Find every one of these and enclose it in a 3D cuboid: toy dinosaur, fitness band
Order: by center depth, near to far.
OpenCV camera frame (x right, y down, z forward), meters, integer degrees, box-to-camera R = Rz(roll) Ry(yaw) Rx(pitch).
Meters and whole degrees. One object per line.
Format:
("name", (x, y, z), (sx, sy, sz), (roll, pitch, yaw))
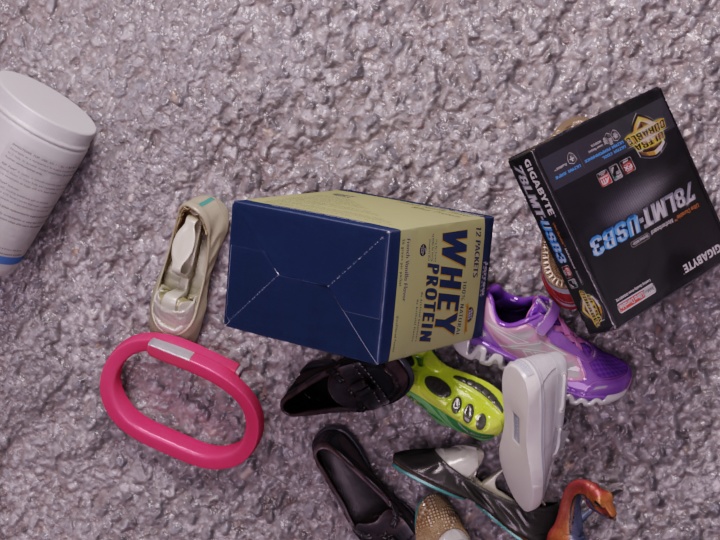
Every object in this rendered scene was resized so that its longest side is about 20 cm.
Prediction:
("toy dinosaur", (0.223, 0.308, 1.626), (0.200, 0.105, 0.182), (-25, 124, -12))
("fitness band", (-0.203, 0.149, 1.734), (0.200, 0.037, 0.144), (23, 123, 7))

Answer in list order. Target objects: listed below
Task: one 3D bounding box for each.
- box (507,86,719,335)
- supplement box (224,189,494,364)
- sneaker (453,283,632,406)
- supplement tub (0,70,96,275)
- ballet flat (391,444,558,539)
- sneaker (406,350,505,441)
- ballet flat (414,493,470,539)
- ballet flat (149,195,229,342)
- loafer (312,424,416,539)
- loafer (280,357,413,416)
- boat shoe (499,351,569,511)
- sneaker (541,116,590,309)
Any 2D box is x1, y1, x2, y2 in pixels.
("box", (0.270, -0.063, 1.552), (0.050, 0.200, 0.199), (-23, 93, 57))
("supplement box", (0.000, 0.000, 1.573), (0.200, 0.200, 0.134), (12, 103, 33))
("sneaker", (0.200, 0.075, 1.625), (0.200, 0.081, 0.089), (22, 123, 7))
("supplement tub", (-0.400, -0.107, 1.701), (0.132, 0.132, 0.200), (36, 104, 4))
("ballet flat", (0.133, 0.235, 1.688), (0.200, 0.068, 0.068), (30, 94, -5))
("sneaker", (0.073, 0.125, 1.668), (0.200, 0.084, 0.074), (38, 66, 21))
("ballet flat", (0.110, 0.348, 1.701), (0.070, 0.065, 0.200), (-19, 103, -29))
("ballet flat", (-0.203, 0.011, 1.714), (0.069, 0.069, 0.200), (18, 102, 8))
("loafer", (0.006, 0.269, 1.714), (0.072, 0.063, 0.200), (-35, 91, 15))
("loafer", (-0.017, 0.129, 1.632), (0.072, 0.063, 0.200), (57, 148, -11))
("boat shoe", (0.189, 0.168, 1.601), (0.068, 0.072, 0.200), (-18, 123, -19))
("sneaker", (0.228, -0.056, 1.624), (0.071, 0.112, 0.200), (4, 70, 13))
